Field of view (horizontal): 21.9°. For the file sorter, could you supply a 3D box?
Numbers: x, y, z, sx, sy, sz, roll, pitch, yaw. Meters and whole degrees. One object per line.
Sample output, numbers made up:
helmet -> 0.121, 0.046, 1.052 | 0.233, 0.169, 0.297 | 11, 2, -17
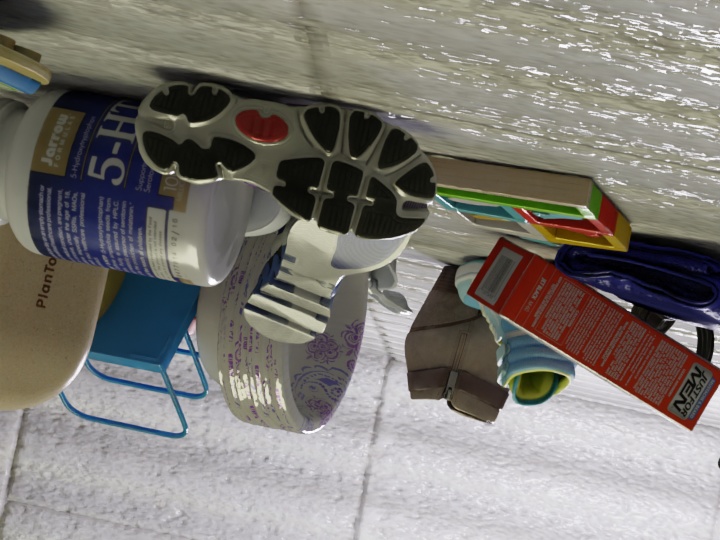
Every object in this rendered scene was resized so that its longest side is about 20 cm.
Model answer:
file sorter -> -0.185, 0.034, 1.681 | 0.138, 0.201, 0.123 | 9, 141, 21

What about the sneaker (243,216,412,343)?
sneaker -> -0.024, -0.041, 1.412 | 0.080, 0.116, 0.199 | 24, 141, -17

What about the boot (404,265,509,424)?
boot -> 0.142, 0.083, 1.893 | 0.198, 0.147, 0.070 | 12, 172, -6

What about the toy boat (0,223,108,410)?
toy boat -> -0.279, 0.006, 1.450 | 0.130, 0.202, 0.130 | 18, 174, -39

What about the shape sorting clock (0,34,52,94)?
shape sorting clock -> -0.275, -0.149, 1.085 | 0.198, 0.040, 0.200 | 15, 177, 1

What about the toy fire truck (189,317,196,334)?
toy fire truck -> -0.171, -0.003, 1.994 | 0.199, 0.113, 0.168 | 16, -169, -28

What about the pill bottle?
pill bottle -> -0.184, -0.064, 1.315 | 0.198, 0.121, 0.120 | 10, 174, 12

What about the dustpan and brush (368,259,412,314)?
dustpan and brush -> 0.000, 0.000, 1.820 | 0.139, 0.058, 0.200 | 8, 173, 36

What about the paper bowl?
paper bowl -> -0.073, 0.037, 1.633 | 0.104, 0.202, 0.201 | 10, 174, 19

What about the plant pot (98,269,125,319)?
plant pot -> -0.310, -0.042, 1.578 | 0.198, 0.201, 0.142 | 10, 154, 17

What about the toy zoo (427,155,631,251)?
toy zoo -> 0.122, -0.045, 1.352 | 0.130, 0.021, 0.200 | 10, 174, 20

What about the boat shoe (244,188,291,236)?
boat shoe -> -0.111, -0.061, 1.425 | 0.199, 0.072, 0.068 | 10, 172, 42

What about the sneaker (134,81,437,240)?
sneaker -> -0.045, -0.081, 1.206 | 0.199, 0.081, 0.083 | 19, -169, 1

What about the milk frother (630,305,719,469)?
milk frother -> 0.366, 0.088, 1.706 | 0.201, 0.180, 0.188 | 56, -166, 23

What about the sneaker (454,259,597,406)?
sneaker -> 0.142, 0.060, 1.764 | 0.079, 0.132, 0.200 | 13, 175, -25

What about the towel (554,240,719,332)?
towel -> 0.264, 0.012, 1.508 | 0.147, 0.050, 0.200 | 17, 178, 34

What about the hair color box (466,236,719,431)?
hair color box -> 0.198, 0.052, 1.573 | 0.199, 0.064, 0.111 | 32, -179, -15
